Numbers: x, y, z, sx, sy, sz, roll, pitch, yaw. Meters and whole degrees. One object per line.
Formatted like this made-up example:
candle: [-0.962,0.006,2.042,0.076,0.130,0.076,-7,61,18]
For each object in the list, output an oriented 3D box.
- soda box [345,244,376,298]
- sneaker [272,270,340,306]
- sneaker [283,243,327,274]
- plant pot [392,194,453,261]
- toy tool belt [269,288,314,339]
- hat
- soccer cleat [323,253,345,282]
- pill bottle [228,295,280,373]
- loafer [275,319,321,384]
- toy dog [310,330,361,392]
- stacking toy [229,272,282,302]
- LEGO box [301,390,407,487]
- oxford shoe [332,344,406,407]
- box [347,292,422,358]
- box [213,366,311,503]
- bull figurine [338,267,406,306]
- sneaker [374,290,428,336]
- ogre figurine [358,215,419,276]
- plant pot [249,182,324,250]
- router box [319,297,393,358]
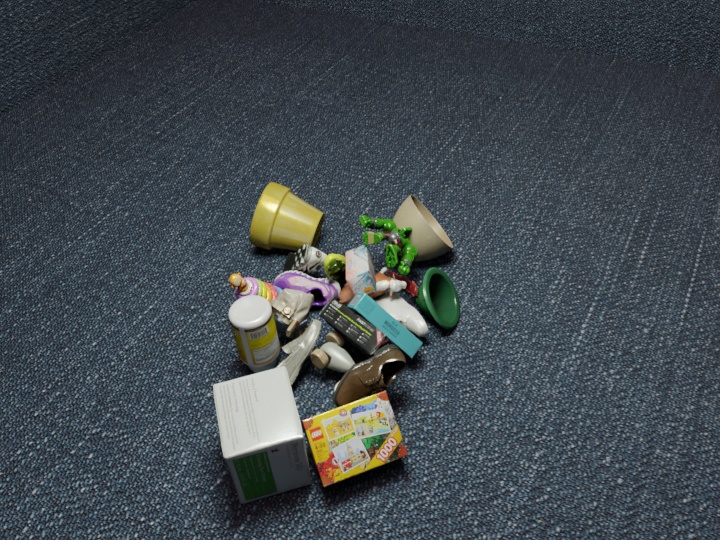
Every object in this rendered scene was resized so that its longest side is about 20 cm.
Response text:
soda box: [0.000,0.000,1.792,0.068,0.064,0.200,-20,22,6]
sneaker: [-0.159,0.058,1.867,0.198,0.081,0.089,8,28,13]
sneaker: [-0.162,-0.017,1.931,0.088,0.199,0.075,17,73,-25]
plant pot: [0.162,-0.105,1.970,0.134,0.200,0.201,-39,42,14]
toy tool belt: [-0.190,0.130,1.759,0.123,0.200,0.124,12,72,-8]
hat: [0.161,0.092,1.838,0.175,0.166,0.201,-23,30,35]
soccer cleat: [-0.071,-0.018,1.882,0.065,0.200,0.084,-41,71,5]
pill bottle: [-0.264,0.167,1.679,0.108,0.202,0.110,-3,42,2]
loafer: [-0.166,0.206,1.668,0.069,0.070,0.201,32,77,-5]
toy dog: [-0.041,0.251,1.670,0.131,0.097,0.201,-22,60,-22]
stacking toy: [-0.299,0.057,1.795,0.109,0.200,0.117,18,72,25]
LEGO box: [-0.015,0.375,1.475,0.198,0.077,0.150,-18,75,-13]
oxford shoe: [0.021,0.254,1.538,0.199,0.073,0.084,-39,29,-4]
box: [0.061,0.138,1.684,0.049,0.200,0.082,-50,11,-9]
box: [-0.215,0.363,1.462,0.169,0.200,0.201,-14,44,-10]
bull figurine: [0.031,0.045,1.840,0.198,0.066,0.121,-17,12,12]
sneaker: [0.091,0.136,1.783,0.115,0.074,0.200,-25,36,-19]
ogre figurine: [0.091,-0.078,1.852,0.199,0.099,0.119,34,32,26]
plant pot: [-0.219,-0.147,2.039,0.187,0.202,0.202,19,45,2]
router box: [0.005,0.167,1.687,0.199,0.150,0.062,34,79,34]
